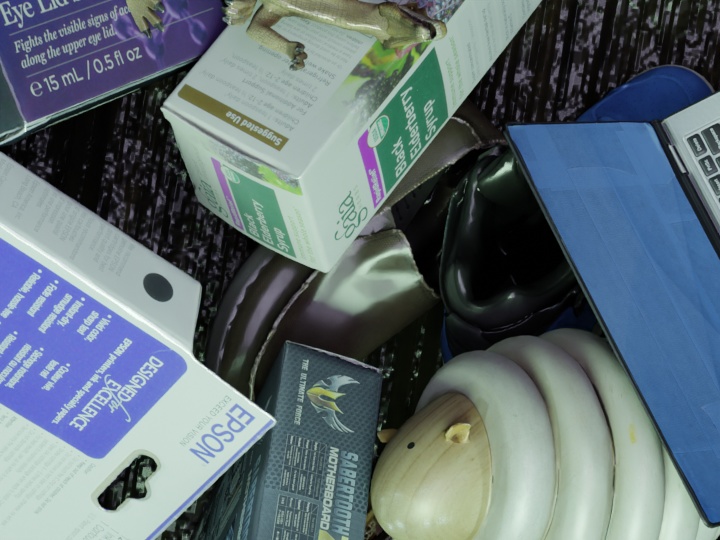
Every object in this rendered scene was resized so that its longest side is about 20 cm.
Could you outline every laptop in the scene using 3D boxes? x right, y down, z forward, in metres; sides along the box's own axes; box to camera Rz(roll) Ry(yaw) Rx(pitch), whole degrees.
[{"bbox_3d":[0.191,-0.010,1.093,0.199,0.116,0.188,-26,75,0],"label":"laptop"}]

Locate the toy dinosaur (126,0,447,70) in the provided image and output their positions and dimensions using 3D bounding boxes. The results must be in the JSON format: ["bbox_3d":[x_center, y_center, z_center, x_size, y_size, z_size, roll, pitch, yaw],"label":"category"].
[{"bbox_3d":[-0.055,-0.142,1.096,0.101,0.058,0.200,-27,65,-41],"label":"toy dinosaur"}]

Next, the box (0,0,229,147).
[{"bbox_3d":[-0.165,-0.155,1.101,0.148,0.104,0.201,-30,100,-50],"label":"box"}]

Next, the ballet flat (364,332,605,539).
[{"bbox_3d":[0.060,0.093,1.202,0.200,0.063,0.069,-45,99,-8],"label":"ballet flat"}]

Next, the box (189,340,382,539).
[{"bbox_3d":[-0.044,0.154,1.089,0.051,0.158,0.201,16,44,-10],"label":"box"}]

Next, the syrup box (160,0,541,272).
[{"bbox_3d":[0.006,-0.106,1.145,0.081,0.079,0.200,27,67,24],"label":"syrup box"}]

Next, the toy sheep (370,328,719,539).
[{"bbox_3d":[0.093,0.090,1.092,0.199,0.138,0.139,2,90,-33],"label":"toy sheep"}]

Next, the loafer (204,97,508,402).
[{"bbox_3d":[0.000,0.000,1.172,0.201,0.071,0.073,-60,144,-6],"label":"loafer"}]

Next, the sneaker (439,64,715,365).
[{"bbox_3d":[0.102,-0.034,1.165,0.077,0.111,0.200,32,69,21],"label":"sneaker"}]

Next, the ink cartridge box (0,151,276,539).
[{"bbox_3d":[-0.153,0.039,1.101,0.200,0.198,0.043,36,48,-10],"label":"ink cartridge box"}]
